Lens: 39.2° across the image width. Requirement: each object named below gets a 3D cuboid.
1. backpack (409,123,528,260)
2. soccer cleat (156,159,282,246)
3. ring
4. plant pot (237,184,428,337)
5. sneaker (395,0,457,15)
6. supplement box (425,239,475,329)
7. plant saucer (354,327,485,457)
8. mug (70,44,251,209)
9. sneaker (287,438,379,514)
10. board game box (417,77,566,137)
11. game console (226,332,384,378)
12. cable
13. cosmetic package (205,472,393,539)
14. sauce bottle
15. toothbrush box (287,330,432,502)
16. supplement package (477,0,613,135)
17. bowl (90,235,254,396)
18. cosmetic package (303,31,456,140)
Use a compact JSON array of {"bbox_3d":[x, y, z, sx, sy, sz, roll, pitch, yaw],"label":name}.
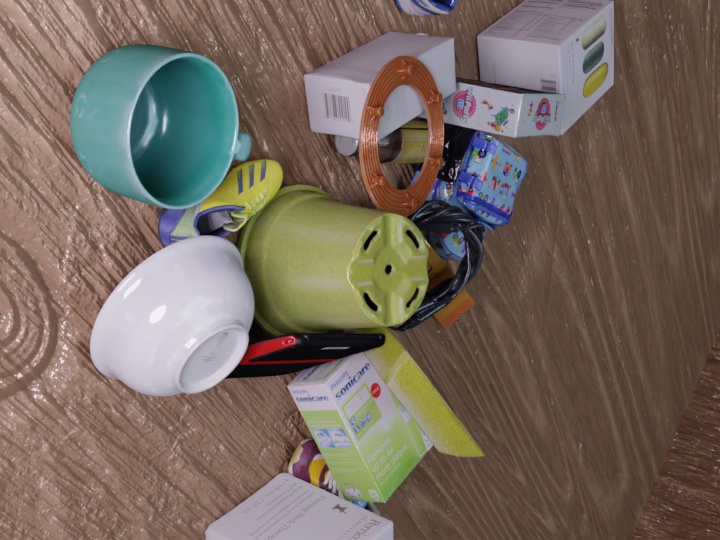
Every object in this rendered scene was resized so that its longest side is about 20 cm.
[{"bbox_3d":[0.150,-0.106,1.551,0.182,0.133,0.202,28,83,-55],"label":"backpack"},{"bbox_3d":[-0.146,-0.071,1.167,0.200,0.083,0.066,-36,131,-44],"label":"soccer cleat"},{"bbox_3d":[0.060,-0.166,1.273,0.199,0.019,0.204,-15,109,-55],"label":"ring"},{"bbox_3d":[-0.021,-0.004,1.244,0.199,0.183,0.204,-4,96,-41],"label":"plant pot"},{"bbox_3d":[0.073,-0.421,1.342,0.076,0.087,0.200,-60,143,-16],"label":"sneaker"},{"bbox_3d":[0.087,-0.005,1.494,0.066,0.069,0.200,-40,125,0],"label":"supplement box"},{"bbox_3d":[0.065,0.152,1.356,0.048,0.200,0.201,-37,116,-2],"label":"plant saucer"},{"bbox_3d":[-0.207,-0.138,1.021,0.153,0.113,0.186,-58,145,-23],"label":"mug"},{"bbox_3d":[-0.033,0.313,1.492,0.076,0.089,0.200,-61,145,-18],"label":"sneaker"},{"bbox_3d":[0.176,-0.241,1.468,0.147,0.198,0.065,-12,115,-54],"label":"board game box"},{"bbox_3d":[-0.089,0.100,1.251,0.199,0.175,0.031,4,69,-56],"label":"game console"},{"bbox_3d":[0.090,-0.020,1.426,0.199,0.051,0.165,-32,113,-14],"label":"cable"},{"bbox_3d":[-0.079,0.410,1.366,0.167,0.198,0.169,-29,126,-48],"label":"cosmetic package"},{"bbox_3d":[0.038,-0.182,1.413,0.199,0.064,0.066,-7,109,-53],"label":"sauce bottle"},{"bbox_3d":[0.005,0.206,1.446,0.145,0.085,0.202,-40,110,-42],"label":"toothbrush box"},{"bbox_3d":[0.308,-0.344,1.665,0.200,0.149,0.153,-42,135,-39],"label":"supplement package"},{"bbox_3d":[-0.185,0.069,1.100,0.200,0.090,0.202,-36,152,-22],"label":"bowl"},{"bbox_3d":[0.030,-0.246,1.332,0.199,0.112,0.082,-34,129,-42],"label":"cosmetic package"}]
